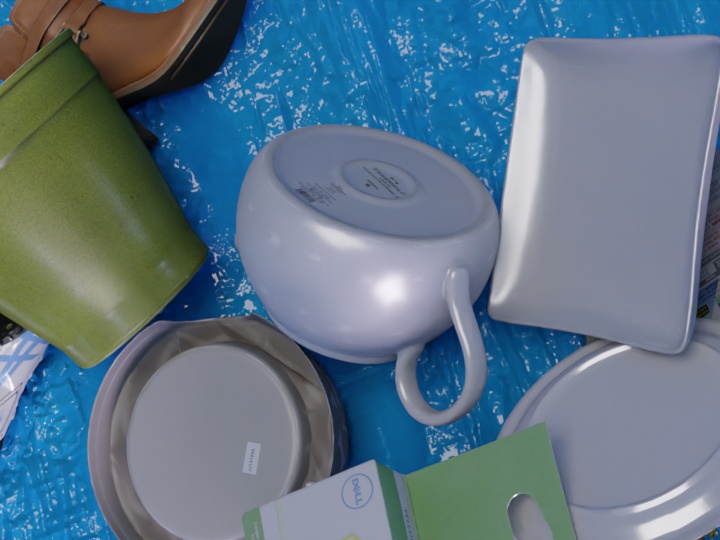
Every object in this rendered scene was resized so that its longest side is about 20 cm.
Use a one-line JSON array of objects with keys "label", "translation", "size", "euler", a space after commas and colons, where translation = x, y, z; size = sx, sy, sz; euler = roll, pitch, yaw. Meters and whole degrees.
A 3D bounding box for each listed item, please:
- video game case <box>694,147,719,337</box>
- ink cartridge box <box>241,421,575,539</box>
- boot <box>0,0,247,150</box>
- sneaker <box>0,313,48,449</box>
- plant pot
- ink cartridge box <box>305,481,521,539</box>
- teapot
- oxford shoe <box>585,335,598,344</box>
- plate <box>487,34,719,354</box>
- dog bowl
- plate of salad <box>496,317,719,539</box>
[{"label": "video game case", "translation": [0.248, 0.011, 1.163], "size": [0.200, 0.022, 0.183], "euler": [-37, 57, 30]}, {"label": "ink cartridge box", "translation": [0.031, 0.184, 1.088], "size": [0.200, 0.048, 0.146], "euler": [-25, 59, 23]}, {"label": "boot", "translation": [-0.194, -0.188, 1.408], "size": [0.155, 0.074, 0.200], "euler": [41, 97, 16]}, {"label": "sneaker", "translation": [-0.288, 0.091, 1.398], "size": [0.072, 0.072, 0.200], "euler": [24, 73, 49]}, {"label": "plant pot", "translation": [-0.220, -0.039, 1.321], "size": [0.200, 0.200, 0.193], "euler": [-42, 100, 6]}, {"label": "ink cartridge box", "translation": [0.066, 0.228, 1.197], "size": [0.199, 0.147, 0.145], "euler": [5, 80, 20]}, {"label": "teapot", "translation": [0.000, 0.000, 1.269], "size": [0.197, 0.200, 0.146], "euler": [14, 119, 0]}, {"label": "oxford shoe", "translation": [0.219, 0.091, 1.227], "size": [0.075, 0.058, 0.200], "euler": [-56, 50, 30]}, {"label": "plate", "translation": [0.167, -0.054, 1.194], "size": [0.199, 0.032, 0.201], "euler": [9, 93, 56]}, {"label": "dog bowl", "translation": [-0.099, 0.127, 1.311], "size": [0.200, 0.059, 0.201], "euler": [-3, 83, 24]}, {"label": "plate of salad", "translation": [0.176, 0.108, 1.122], "size": [0.200, 0.048, 0.200], "euler": [-22, 35, 16]}]
